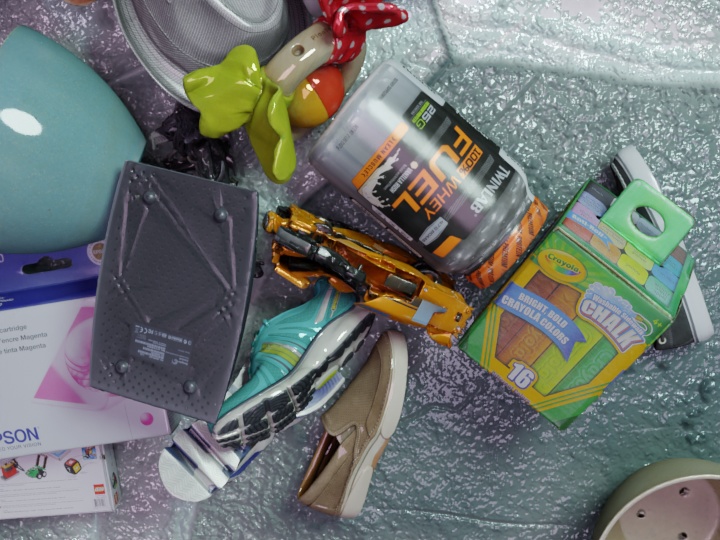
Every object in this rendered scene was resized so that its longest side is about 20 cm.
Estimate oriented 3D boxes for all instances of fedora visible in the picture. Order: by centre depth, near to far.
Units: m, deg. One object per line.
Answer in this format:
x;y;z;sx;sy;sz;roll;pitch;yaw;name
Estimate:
-0.118;-0.243;0.854;0.176;0.090;0.201;-17;83;-25;fedora

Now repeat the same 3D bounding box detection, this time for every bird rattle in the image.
-0.047;-0.169;0.834;0.112;0.163;0.200;37;81;8;bird rattle

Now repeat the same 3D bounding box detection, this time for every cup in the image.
0.306;0.258;0.945;0.199;0.143;0.202;1;102;5;cup

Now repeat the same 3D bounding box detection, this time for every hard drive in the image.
-0.154;0.017;0.851;0.134;0.042;0.201;14;101;12;hard drive

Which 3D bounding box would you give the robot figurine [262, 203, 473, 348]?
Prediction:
0.000;0.000;0.915;0.199;0.145;0.058;23;101;-10;robot figurine

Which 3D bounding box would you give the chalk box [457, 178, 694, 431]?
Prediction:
0.200;0.014;0.869;0.124;0.124;0.200;38;125;6;chalk box

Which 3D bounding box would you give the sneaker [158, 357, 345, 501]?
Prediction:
-0.118;0.148;0.986;0.199;0.115;0.081;-39;87;-20;sneaker

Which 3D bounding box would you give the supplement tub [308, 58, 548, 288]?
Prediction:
0.063;-0.083;0.899;0.200;0.123;0.123;39;102;-5;supplement tub

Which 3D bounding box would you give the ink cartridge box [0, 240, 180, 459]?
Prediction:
-0.287;0.071;0.948;0.195;0.043;0.201;-10;101;7;ink cartridge box

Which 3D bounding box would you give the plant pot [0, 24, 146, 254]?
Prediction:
-0.269;-0.096;0.892;0.134;0.200;0.201;21;103;-12;plant pot

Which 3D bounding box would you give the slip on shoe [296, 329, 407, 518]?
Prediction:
-0.008;0.149;0.979;0.060;0.076;0.201;14;111;-16;slip on shoe

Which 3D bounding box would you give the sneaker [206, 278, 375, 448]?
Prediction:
-0.071;0.085;0.929;0.079;0.200;0.078;36;148;18;sneaker

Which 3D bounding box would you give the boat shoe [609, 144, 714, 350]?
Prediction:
0.268;-0.016;0.928;0.056;0.069;0.201;-23;102;9;boat shoe

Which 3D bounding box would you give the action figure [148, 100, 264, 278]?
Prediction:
-0.155;-0.072;0.923;0.101;0.119;0.201;-15;106;2;action figure

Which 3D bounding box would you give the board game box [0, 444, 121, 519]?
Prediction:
-0.355;0.191;1.033;0.199;0.035;0.127;-5;103;5;board game box

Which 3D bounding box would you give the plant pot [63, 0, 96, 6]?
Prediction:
-0.316;-0.340;0.845;0.194;0.201;0.202;12;103;10;plant pot

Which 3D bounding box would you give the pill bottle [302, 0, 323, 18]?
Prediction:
0.035;-0.299;0.859;0.199;0.112;0.113;-16;101;8;pill bottle
